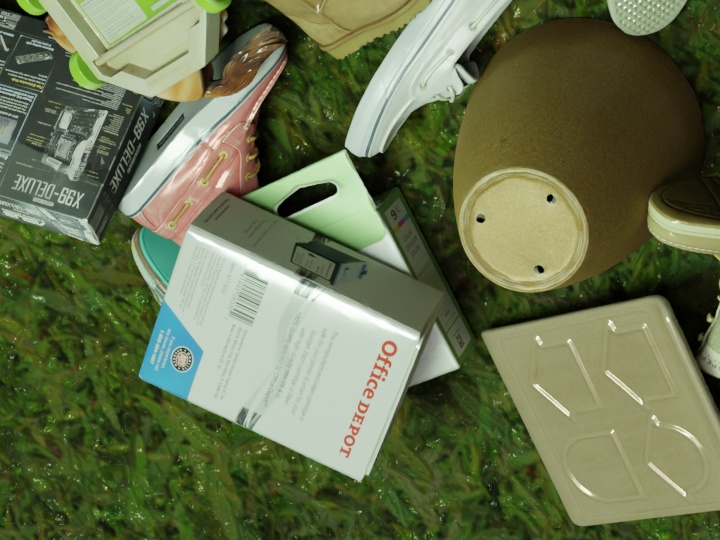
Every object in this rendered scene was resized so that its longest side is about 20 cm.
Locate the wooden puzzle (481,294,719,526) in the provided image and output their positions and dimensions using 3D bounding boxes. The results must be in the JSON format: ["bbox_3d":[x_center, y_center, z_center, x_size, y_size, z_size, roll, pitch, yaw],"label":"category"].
[{"bbox_3d":[0.208,0.108,1.582,0.200,0.046,0.186,-12,110,47],"label":"wooden puzzle"}]

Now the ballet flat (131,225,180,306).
[{"bbox_3d":[-0.111,0.037,1.677,0.200,0.069,0.071,32,145,4],"label":"ballet flat"}]

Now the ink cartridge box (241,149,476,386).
[{"bbox_3d":[0.000,0.000,1.617,0.104,0.059,0.200,-22,104,26],"label":"ink cartridge box"}]

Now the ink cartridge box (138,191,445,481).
[{"bbox_3d":[-0.054,0.051,1.573,0.199,0.086,0.147,24,118,5],"label":"ink cartridge box"}]

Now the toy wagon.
[{"bbox_3d":[-0.186,-0.222,1.460,0.155,0.040,0.200,-25,108,40],"label":"toy wagon"}]

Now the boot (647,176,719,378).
[{"bbox_3d":[0.276,0.013,1.476,0.199,0.072,0.155,4,126,-27],"label":"boot"}]

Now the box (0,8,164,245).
[{"bbox_3d":[-0.271,-0.123,1.609,0.199,0.158,0.050,16,159,12],"label":"box"}]

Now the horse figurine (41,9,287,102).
[{"bbox_3d":[-0.159,-0.181,1.534,0.199,0.050,0.133,26,138,8],"label":"horse figurine"}]

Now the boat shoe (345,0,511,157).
[{"bbox_3d":[0.058,-0.157,1.519,0.067,0.074,0.200,33,119,4],"label":"boat shoe"}]

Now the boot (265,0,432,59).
[{"bbox_3d":[-0.049,-0.243,1.463,0.200,0.066,0.175,32,139,-24],"label":"boot"}]

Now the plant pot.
[{"bbox_3d":[0.141,-0.064,1.460,0.186,0.200,0.187,8,116,17],"label":"plant pot"}]

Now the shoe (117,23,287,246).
[{"bbox_3d":[-0.105,-0.101,1.610,0.091,0.072,0.200,35,110,-23],"label":"shoe"}]

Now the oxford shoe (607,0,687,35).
[{"bbox_3d":[0.205,-0.262,1.435,0.075,0.058,0.201,-12,126,-9],"label":"oxford shoe"}]
